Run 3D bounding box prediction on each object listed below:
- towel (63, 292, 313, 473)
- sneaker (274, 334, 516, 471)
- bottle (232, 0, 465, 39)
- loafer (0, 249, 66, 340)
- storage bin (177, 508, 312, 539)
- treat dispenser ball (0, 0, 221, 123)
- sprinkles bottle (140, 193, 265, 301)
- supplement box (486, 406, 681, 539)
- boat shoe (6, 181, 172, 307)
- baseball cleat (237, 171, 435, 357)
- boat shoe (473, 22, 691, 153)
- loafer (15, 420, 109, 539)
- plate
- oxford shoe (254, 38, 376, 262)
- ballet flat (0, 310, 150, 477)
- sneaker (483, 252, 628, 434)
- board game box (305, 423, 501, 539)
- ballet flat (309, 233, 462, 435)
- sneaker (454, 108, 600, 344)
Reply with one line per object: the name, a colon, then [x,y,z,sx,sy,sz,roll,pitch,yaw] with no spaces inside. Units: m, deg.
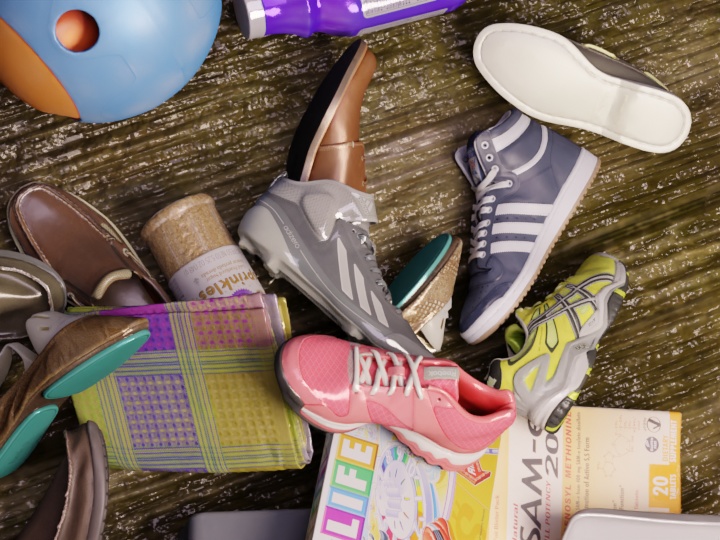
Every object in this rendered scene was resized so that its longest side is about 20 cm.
towel: [-0.134,0.089,1.465,0.198,0.023,0.145,-5,109,24]
sneaker: [0.031,0.083,1.418,0.199,0.087,0.074,21,53,-28]
bottle: [-0.007,-0.239,1.600,0.198,0.065,0.084,-17,86,-15]
loafer: [-0.327,0.028,1.471,0.198,0.070,0.076,0,114,-8]
storage bin: [-0.058,0.257,1.487,0.198,0.146,0.136,-1,72,-14]
treat dispenser ball: [-0.207,-0.216,1.478,0.199,0.201,0.203,2,82,-13]
sprinkles bottle: [-0.102,0.039,1.516,0.068,0.068,0.201,-27,76,-16]
supplement box: [0.162,0.176,1.577,0.198,0.074,0.127,3,81,-13]
boat shoe: [-0.200,0.006,1.513,0.202,0.075,0.075,46,75,-4]
baseball cleat: [0.000,0.000,1.502,0.200,0.070,0.107,39,83,1]
boat shoe: [0.187,-0.160,1.639,0.200,0.060,0.073,22,107,-9]
loafer: [-0.235,0.214,1.466,0.070,0.073,0.202,8,89,-7]
plate: [0.235,0.256,1.546,0.198,0.201,0.032,5,42,-13]
oxford shoe: [-0.022,-0.091,1.578,0.071,0.071,0.202,20,89,-15]
ballet flat: [-0.243,0.078,1.459,0.073,0.200,0.068,55,29,16]
sneaker: [0.164,0.043,1.566,0.076,0.076,0.200,27,42,5]
board game box: [0.029,0.190,1.453,0.133,0.034,0.201,17,56,-8]
ballet flat: [0.026,0.059,1.570,0.200,0.070,0.065,-46,103,-7]
sneaker: [0.110,-0.043,1.598,0.108,0.070,0.201,36,71,-9]
